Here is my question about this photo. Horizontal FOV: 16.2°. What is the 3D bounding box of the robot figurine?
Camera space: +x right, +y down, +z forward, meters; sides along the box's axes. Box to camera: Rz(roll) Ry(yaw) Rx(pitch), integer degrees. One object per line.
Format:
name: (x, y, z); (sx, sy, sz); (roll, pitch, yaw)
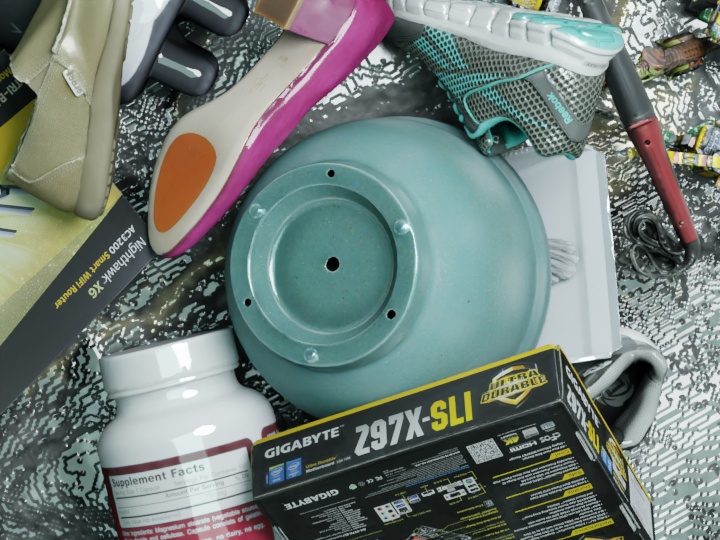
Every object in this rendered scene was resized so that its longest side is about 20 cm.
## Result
robot figurine: (-0.167, -0.180, 1.539); (0.199, 0.125, 0.151); (27, 60, -4)

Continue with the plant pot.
plant pot: (0.000, 0.000, 1.511); (0.199, 0.134, 0.201); (-2, 86, 21)

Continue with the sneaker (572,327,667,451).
sneaker: (0.114, 0.112, 1.565); (0.075, 0.115, 0.200); (44, 87, -4)

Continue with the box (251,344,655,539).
box: (0.056, 0.136, 1.505); (0.199, 0.050, 0.160); (-19, 134, 17)

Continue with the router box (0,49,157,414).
router box: (-0.236, -0.006, 1.490); (0.200, 0.052, 0.157); (-48, 110, -25)

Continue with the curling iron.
curling iron: (0.165, -0.082, 1.539); (0.049, 0.026, 0.201); (-24, 111, -19)

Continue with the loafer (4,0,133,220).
loafer: (-0.166, -0.128, 1.445); (0.067, 0.076, 0.201); (5, 101, -7)

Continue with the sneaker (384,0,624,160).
sneaker: (0.074, -0.117, 1.529); (0.077, 0.200, 0.092); (2, 102, -34)

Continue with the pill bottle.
pill bottle: (-0.096, 0.141, 1.552); (0.112, 0.113, 0.201); (-13, 91, -4)

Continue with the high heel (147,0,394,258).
high heel: (-0.051, -0.087, 1.524); (0.067, 0.096, 0.200); (43, 106, 39)

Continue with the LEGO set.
LEGO set: (0.186, -0.143, 1.566); (0.199, 0.116, 0.154); (30, 89, -4)

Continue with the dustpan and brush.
dustpan and brush: (0.056, -0.001, 1.583); (0.199, 0.057, 0.140); (-11, 75, 26)
